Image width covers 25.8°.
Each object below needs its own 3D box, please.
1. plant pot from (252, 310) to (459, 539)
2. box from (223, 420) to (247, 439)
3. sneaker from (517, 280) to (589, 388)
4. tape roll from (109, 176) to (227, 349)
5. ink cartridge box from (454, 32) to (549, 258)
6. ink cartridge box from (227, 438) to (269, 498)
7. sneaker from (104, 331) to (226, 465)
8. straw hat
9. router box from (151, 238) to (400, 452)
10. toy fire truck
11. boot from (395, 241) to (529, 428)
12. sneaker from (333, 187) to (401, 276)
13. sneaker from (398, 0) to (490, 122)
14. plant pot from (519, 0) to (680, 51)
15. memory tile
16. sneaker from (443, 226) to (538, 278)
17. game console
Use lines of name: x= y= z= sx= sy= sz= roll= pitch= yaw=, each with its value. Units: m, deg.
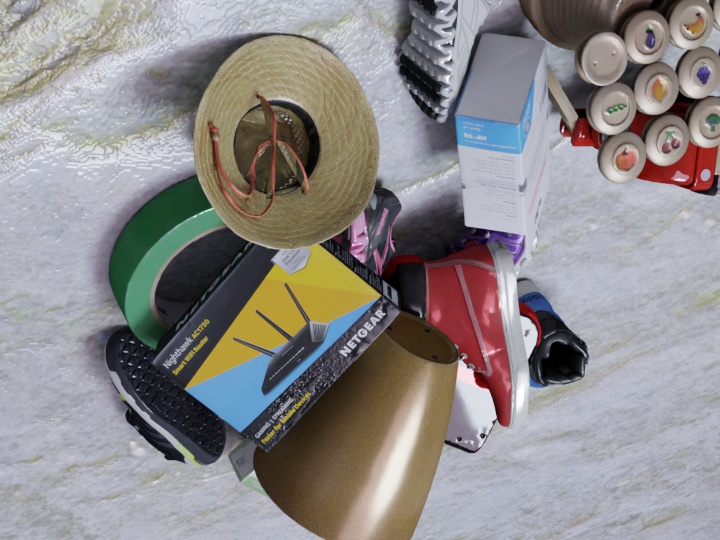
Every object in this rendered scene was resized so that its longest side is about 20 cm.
plant pot: x=0.014 y=0.146 z=1.589 sx=0.185 sy=0.186 sz=0.201 roll=7 pitch=119 yaw=-40
box: x=-0.080 y=0.130 z=1.734 sx=0.143 sy=0.036 sz=0.200 roll=-40 pitch=143 yaw=6
sneaker: x=0.222 y=0.108 z=1.865 sx=0.076 sy=0.112 sz=0.201 roll=-27 pitch=142 yaw=-7
tape roll: x=-0.143 y=-0.006 z=1.531 sx=0.199 sy=0.048 sz=0.201 roll=-19 pitch=140 yaw=-17
ink cartridge box: x=0.142 y=-0.119 z=1.550 sx=0.066 sy=0.116 sz=0.201 roll=9 pitch=143 yaw=15
ink cartridge box: x=-0.032 y=0.180 z=1.759 sx=0.200 sy=0.048 sz=0.145 roll=-39 pitch=142 yaw=10
sneaker: x=-0.218 y=0.143 z=1.617 sx=0.082 sy=0.072 sz=0.200 roll=-10 pitch=133 yaw=30
straw hat: x=-0.086 y=-0.109 z=1.425 sx=0.200 sy=0.203 sz=0.085 roll=-1 pitch=174 yaw=-35
router box: x=-0.081 y=0.055 z=1.502 sx=0.149 sy=0.051 sz=0.200 roll=38 pitch=107 yaw=-13
toy fire truck: x=0.265 y=-0.151 z=1.582 sx=0.198 sy=0.176 sz=0.130 roll=-3 pitch=106 yaw=-26
boot: x=0.099 y=0.079 z=1.646 sx=0.143 sy=0.072 sz=0.202 roll=-13 pitch=105 yaw=-5
sneaker: x=0.000 y=0.000 z=1.620 sx=0.095 sy=0.079 sz=0.201 roll=-23 pitch=137 yaw=-37
sneaker: x=0.083 y=-0.220 z=1.449 sx=0.081 sy=0.075 sz=0.201 roll=-29 pitch=146 yaw=-24
plant pot: x=0.256 y=-0.278 z=1.490 sx=0.199 sy=0.093 sz=0.202 roll=-19 pitch=140 yaw=-17
memory tile: x=0.299 y=-0.178 z=1.483 sx=0.199 sy=0.017 sz=0.155 roll=-22 pitch=112 yaw=-16
sneaker: x=0.133 y=-0.020 z=1.696 sx=0.083 sy=0.081 sz=0.201 roll=3 pitch=127 yaw=-22
game console: x=0.082 y=0.090 z=1.700 sx=0.199 sy=0.031 sz=0.178 roll=23 pitch=105 yaw=-17
